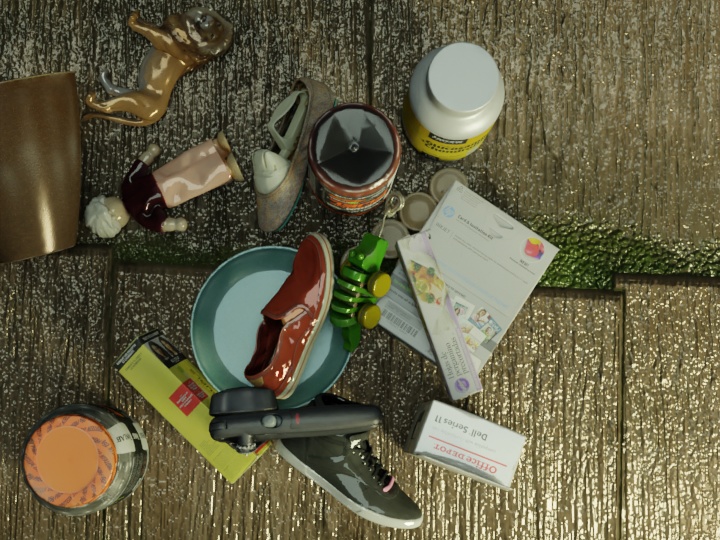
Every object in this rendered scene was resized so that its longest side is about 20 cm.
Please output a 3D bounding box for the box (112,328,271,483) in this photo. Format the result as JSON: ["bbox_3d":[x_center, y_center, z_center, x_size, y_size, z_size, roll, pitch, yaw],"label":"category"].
[{"bbox_3d":[-0.198,0.159,1.460,0.200,0.075,0.050,45,101,4],"label":"box"}]

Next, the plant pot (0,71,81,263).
[{"bbox_3d":[-0.404,-0.116,1.450,0.186,0.187,0.201,-14,98,-4],"label":"plant pot"}]

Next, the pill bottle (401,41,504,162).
[{"bbox_3d":[0.109,-0.201,1.457,0.111,0.200,0.113,0,83,-2],"label":"pill bottle"}]

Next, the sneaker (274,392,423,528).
[{"bbox_3d":[0.003,0.221,1.453,0.199,0.071,0.099,33,109,5],"label":"sneaker"}]

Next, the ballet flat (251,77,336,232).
[{"bbox_3d":[-0.095,-0.147,1.505,0.067,0.068,0.201,33,71,-43],"label":"ballet flat"}]

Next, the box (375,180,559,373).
[{"bbox_3d":[0.122,0.016,1.496,0.156,0.041,0.201,33,84,2],"label":"box"}]

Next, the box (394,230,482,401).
[{"bbox_3d":[0.091,0.053,1.450,0.038,0.041,0.201,-19,85,-3],"label":"box"}]

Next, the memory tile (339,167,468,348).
[{"bbox_3d":[0.086,-0.017,1.527,0.200,0.017,0.153,-41,86,-6],"label":"memory tile"}]

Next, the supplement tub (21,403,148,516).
[{"bbox_3d":[-0.310,0.212,1.389,0.122,0.200,0.123,0,83,-3],"label":"supplement tub"}]

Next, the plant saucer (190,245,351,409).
[{"bbox_3d":[-0.106,0.072,1.498,0.199,0.036,0.201,0,83,-2],"label":"plant saucer"}]

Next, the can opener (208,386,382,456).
[{"bbox_3d":[-0.074,0.169,1.391,0.199,0.063,0.079,-1,82,2],"label":"can opener"}]

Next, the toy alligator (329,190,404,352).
[{"bbox_3d":[0.000,0.000,1.440,0.059,0.054,0.201,26,104,39],"label":"toy alligator"}]

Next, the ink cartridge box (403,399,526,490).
[{"bbox_3d":[0.119,0.199,1.409,0.117,0.200,0.068,21,83,0],"label":"ink cartridge box"}]

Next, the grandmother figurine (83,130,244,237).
[{"bbox_3d":[-0.244,-0.095,1.504,0.199,0.061,0.122,-24,57,-2],"label":"grandmother figurine"}]

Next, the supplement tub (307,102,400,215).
[{"bbox_3d":[-0.009,-0.123,1.442,0.106,0.200,0.108,0,83,-1],"label":"supplement tub"}]

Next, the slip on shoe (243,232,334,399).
[{"bbox_3d":[-0.083,0.050,1.442,0.061,0.074,0.201,22,85,-34],"label":"slip on shoe"}]

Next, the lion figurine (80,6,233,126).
[{"bbox_3d":[-0.250,-0.245,1.520,0.122,0.072,0.201,29,97,-12],"label":"lion figurine"}]
